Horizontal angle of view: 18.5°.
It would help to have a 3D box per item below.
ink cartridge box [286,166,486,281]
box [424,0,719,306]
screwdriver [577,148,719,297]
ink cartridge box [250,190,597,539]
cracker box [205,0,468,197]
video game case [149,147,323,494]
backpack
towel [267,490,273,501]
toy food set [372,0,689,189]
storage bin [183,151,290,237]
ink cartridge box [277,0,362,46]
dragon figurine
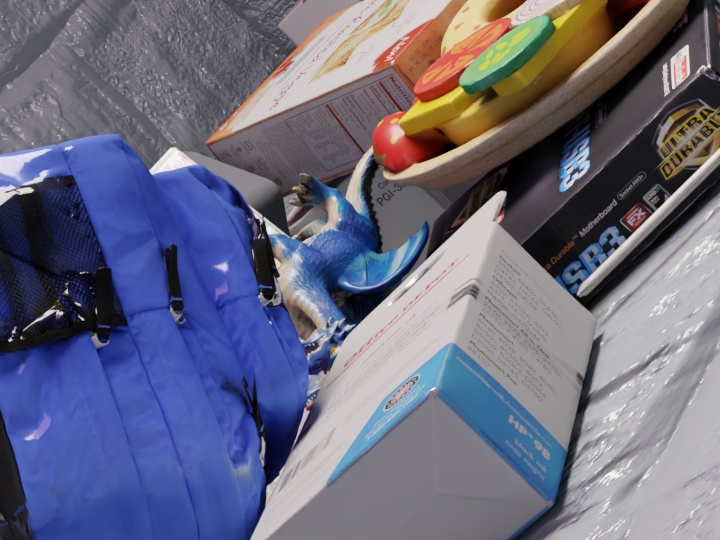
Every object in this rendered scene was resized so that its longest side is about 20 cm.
[{"bbox_3d":[0.037,-0.066,1.420,0.146,0.083,0.200,-39,11,40],"label":"ink cartridge box"},{"bbox_3d":[0.110,-0.042,1.071,0.199,0.050,0.200,-45,9,20],"label":"box"},{"bbox_3d":[0.163,-0.060,0.936,0.200,0.028,0.029,-43,-20,5],"label":"screwdriver"},{"bbox_3d":[0.032,0.058,0.913,0.116,0.067,0.200,-44,9,26],"label":"ink cartridge box"},{"bbox_3d":[0.012,-0.118,1.323,0.200,0.058,0.134,-17,27,52],"label":"cracker box"},{"bbox_3d":[-0.079,0.041,1.185,0.143,0.200,0.018,-48,-25,-9],"label":"video game case"},{"bbox_3d":[-0.105,0.060,0.945,0.167,0.200,0.163,-13,-27,-12],"label":"backpack"},{"bbox_3d":[-0.053,0.155,1.020,0.200,0.032,0.191,-41,10,29],"label":"towel"},{"bbox_3d":[0.088,-0.114,1.115,0.200,0.049,0.198,-46,15,-33],"label":"toy food set"},{"bbox_3d":[-0.100,0.033,1.339,0.145,0.200,0.134,21,47,35],"label":"storage bin"},{"bbox_3d":[-0.034,-0.452,3.611,0.148,0.086,0.200,-42,8,34],"label":"ink cartridge box"},{"bbox_3d":[0.000,0.000,1.136,0.200,0.099,0.059,-46,-24,-46],"label":"dragon figurine"}]
